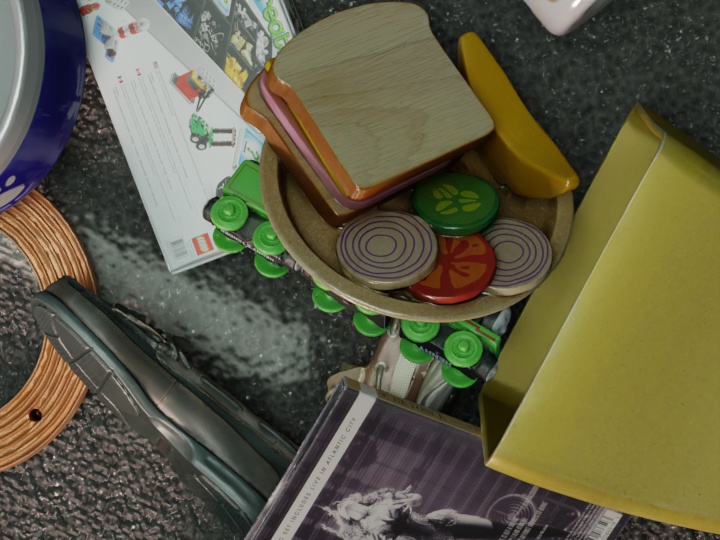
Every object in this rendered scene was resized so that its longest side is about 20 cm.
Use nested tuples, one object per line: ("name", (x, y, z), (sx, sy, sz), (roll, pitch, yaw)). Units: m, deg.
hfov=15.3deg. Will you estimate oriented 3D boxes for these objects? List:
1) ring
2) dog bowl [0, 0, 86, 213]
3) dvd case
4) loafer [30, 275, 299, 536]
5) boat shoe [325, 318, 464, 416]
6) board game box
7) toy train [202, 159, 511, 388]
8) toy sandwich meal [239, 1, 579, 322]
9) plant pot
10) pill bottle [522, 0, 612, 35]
("ring", (-0.255, 0.029, 1.657), (0.199, 0.019, 0.201), (1, 93, 10))
("dog bowl", (-0.266, -0.124, 1.594), (0.199, 0.079, 0.201), (-1, 88, 23))
("dvd case", (0.042, 0.153, 1.553), (0.199, 0.016, 0.149), (21, 116, -21))
("loafer", (-0.112, 0.073, 1.613), (0.200, 0.072, 0.063), (47, 69, -5))
("boat shoe", (0.015, 0.081, 1.591), (0.072, 0.076, 0.201), (28, 89, 10))
("board game box", (-0.090, -0.113, 1.609), (0.126, 0.035, 0.201), (-20, 91, 12))
("toy train", (0.000, 0.000, 1.549), (0.199, 0.042, 0.056), (30, 66, 14))
("toy sandwich meal", (0.033, -0.064, 1.530), (0.204, 0.070, 0.206), (6, 55, -8))
("plant pot", (0.190, 0.043, 1.500), (0.176, 0.200, 0.201), (28, 98, -3))
("pill bottle", (0.092, -0.245, 1.524), (0.120, 0.120, 0.200), (-40, 87, 10))
